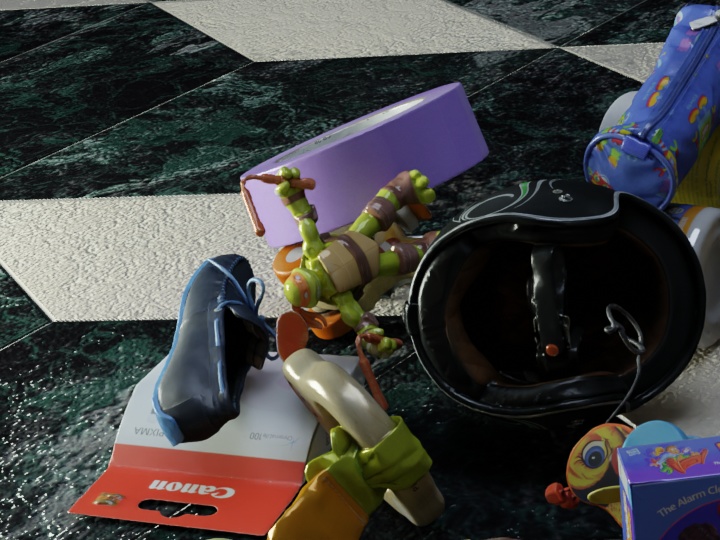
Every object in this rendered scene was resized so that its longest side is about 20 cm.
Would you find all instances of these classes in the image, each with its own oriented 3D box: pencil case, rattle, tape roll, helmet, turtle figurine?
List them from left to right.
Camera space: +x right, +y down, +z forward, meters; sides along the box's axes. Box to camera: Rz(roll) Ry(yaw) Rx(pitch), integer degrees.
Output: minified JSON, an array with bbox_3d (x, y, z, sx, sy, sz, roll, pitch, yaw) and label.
[{"bbox_3d":[-0.043,0.126,1.381,0.143,0.130,0.200,-51,49,1],"label":"rattle"},{"bbox_3d":[0.000,0.000,1.502,0.161,0.200,0.064,-28,-8,-35],"label":"turtle figurine"},{"bbox_3d":[0.003,-0.088,1.656,0.199,0.066,0.200,-23,7,3],"label":"tape roll"},{"bbox_3d":[0.143,0.024,1.452,0.199,0.201,0.190,6,8,28],"label":"helmet"},{"bbox_3d":[0.249,-0.132,1.572,0.078,0.087,0.200,23,52,19],"label":"pencil case"}]

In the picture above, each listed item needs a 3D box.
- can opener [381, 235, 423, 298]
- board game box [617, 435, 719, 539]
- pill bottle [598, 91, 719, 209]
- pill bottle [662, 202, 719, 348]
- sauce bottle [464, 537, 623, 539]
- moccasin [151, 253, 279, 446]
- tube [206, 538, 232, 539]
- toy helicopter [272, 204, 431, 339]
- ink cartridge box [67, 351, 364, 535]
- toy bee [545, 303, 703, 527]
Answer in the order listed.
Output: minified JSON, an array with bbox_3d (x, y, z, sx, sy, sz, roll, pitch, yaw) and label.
[{"bbox_3d":[0.078,-0.010,1.721,0.199,0.053,0.067,-2,22,11],"label":"can opener"},{"bbox_3d":[0.255,0.160,1.162,0.199,0.135,0.045,-6,23,0],"label":"board game box"},{"bbox_3d":[0.297,-0.092,1.665,0.111,0.112,0.200,-23,28,-34],"label":"pill bottle"},{"bbox_3d":[0.192,-0.004,1.597,0.199,0.113,0.112,7,26,30],"label":"pill bottle"},{"bbox_3d":[0.065,0.195,1.220,0.199,0.066,0.066,-9,23,0],"label":"sauce bottle"},{"bbox_3d":[-0.095,0.059,1.475,0.068,0.081,0.200,-15,36,20],"label":"moccasin"},{"bbox_3d":[-0.083,0.237,1.196,0.058,0.052,0.200,-46,22,15],"label":"tube"},{"bbox_3d":[0.035,-0.016,1.627,0.199,0.079,0.132,-1,44,40],"label":"toy helicopter"},{"bbox_3d":[-0.104,0.119,1.474,0.162,0.057,0.200,3,20,21],"label":"ink cartridge box"},{"bbox_3d":[0.180,0.139,1.281,0.109,0.131,0.200,-41,34,19],"label":"toy bee"}]
